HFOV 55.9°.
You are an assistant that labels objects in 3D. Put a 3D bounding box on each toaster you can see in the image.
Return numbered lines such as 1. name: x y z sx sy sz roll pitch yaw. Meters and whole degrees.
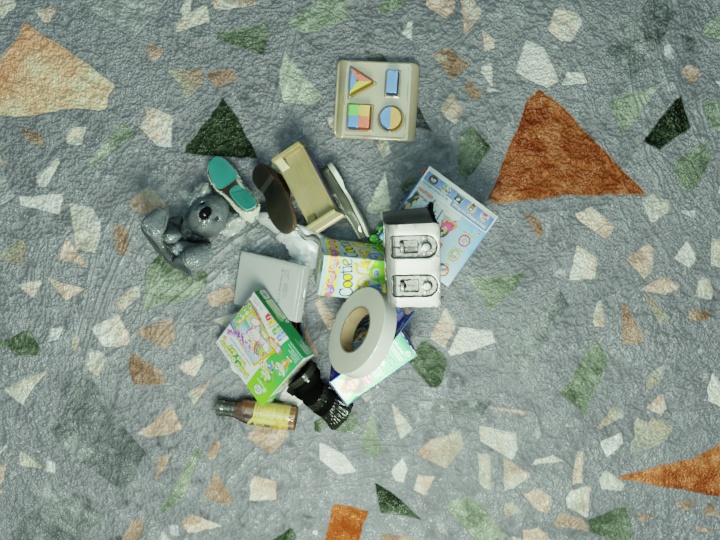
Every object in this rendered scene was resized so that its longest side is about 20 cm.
1. toaster: 0.109 -0.036 1.437 0.118 0.200 0.182 -2 107 0

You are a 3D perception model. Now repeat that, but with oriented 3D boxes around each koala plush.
1. koala plush: -0.388 -0.103 1.611 0.177 0.184 0.200 39 72 -1

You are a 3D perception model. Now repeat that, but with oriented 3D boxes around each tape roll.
1. tape roll: 0.002 0.134 1.486 0.037 0.203 0.204 24 94 -31

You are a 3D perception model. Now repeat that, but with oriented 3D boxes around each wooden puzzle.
1. wooden puzzle: 0.038 -0.408 1.622 0.198 0.046 0.187 4 93 1

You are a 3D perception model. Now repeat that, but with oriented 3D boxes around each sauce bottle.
1. sauce bottle: -0.254 0.348 1.664 0.198 0.066 0.067 8 93 3

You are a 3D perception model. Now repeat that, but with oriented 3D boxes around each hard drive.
1. hard drive: -0.213 0.036 1.611 0.199 0.027 0.133 13 96 33

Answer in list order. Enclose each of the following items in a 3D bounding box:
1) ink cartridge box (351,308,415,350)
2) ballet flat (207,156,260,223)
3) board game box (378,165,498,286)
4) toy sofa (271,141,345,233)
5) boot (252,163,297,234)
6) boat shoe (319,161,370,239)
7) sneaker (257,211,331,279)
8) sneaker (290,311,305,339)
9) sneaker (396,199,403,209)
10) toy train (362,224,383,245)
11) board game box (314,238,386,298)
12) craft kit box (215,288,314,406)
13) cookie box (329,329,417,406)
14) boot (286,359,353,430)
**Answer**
1. ink cartridge box: 0.027 0.143 1.566 0.199 0.119 0.042 -25 105 45
2. ballet flat: -0.305 -0.187 1.623 0.072 0.072 0.200 -40 64 3
3. board game box: 0.175 -0.101 1.545 0.199 0.056 0.196 35 96 -7
4. toy sofa: -0.117 -0.192 1.586 0.082 0.098 0.201 -31 79 14
5. boot: -0.182 -0.166 1.590 0.074 0.075 0.201 -42 58 26
6. boat shoe: -0.043 -0.159 1.627 0.060 0.072 0.203 -29 86 4
7. sneaker: -0.172 -0.061 1.631 0.199 0.075 0.116 24 91 -3
8. sneaker: -0.178 0.167 1.623 0.079 0.095 0.202 5 94 -35
9. sneaker: 0.175 -0.114 1.600 0.199 0.076 0.116 17 105 -14
10. toy train: 0.056 -0.079 1.645 0.200 0.042 0.056 -44 102 3
11. board game box: 0.000 0.000 1.584 0.198 0.103 0.106 6 114 -12
12. craft kit box: -0.229 0.182 1.597 0.200 0.048 0.198 50 124 15
13. cookie box: 0.027 0.210 1.596 0.199 0.171 0.075 -37 96 3
14. boot: -0.088 0.295 1.594 0.158 0.211 0.080 39 71 3
